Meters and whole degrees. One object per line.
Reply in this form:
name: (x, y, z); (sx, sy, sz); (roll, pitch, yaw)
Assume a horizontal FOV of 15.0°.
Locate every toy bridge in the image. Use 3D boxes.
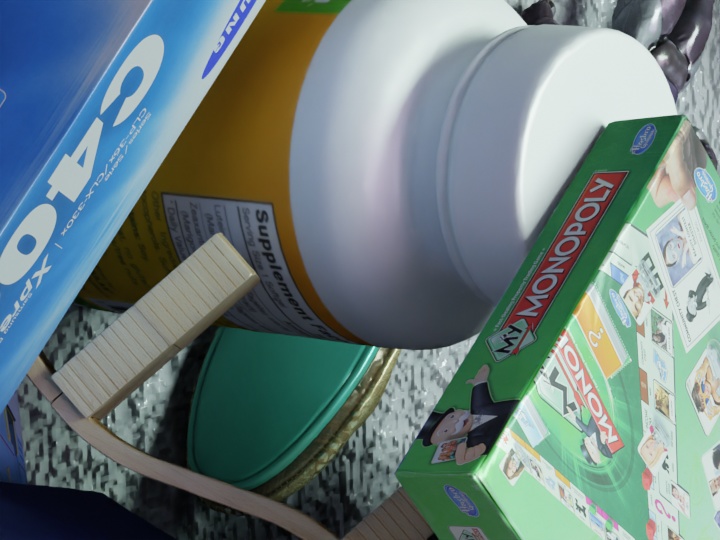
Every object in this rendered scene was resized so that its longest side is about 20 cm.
toy bridge: (-0.058, 0.018, 0.760); (0.067, 0.200, 0.027); (-41, 174, -2)

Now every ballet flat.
ballet flat: (0.000, 0.000, 0.948); (0.200, 0.070, 0.065); (-66, 152, -15)

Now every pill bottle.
pill bottle: (-0.009, -0.035, 0.821); (0.111, 0.200, 0.111); (-9, 102, -50)

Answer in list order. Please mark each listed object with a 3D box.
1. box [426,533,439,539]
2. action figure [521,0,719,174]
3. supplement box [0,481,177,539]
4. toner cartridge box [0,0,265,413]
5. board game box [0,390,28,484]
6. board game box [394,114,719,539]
box: (0.048, 0.127, 0.896); (0.200, 0.198, 0.123); (-27, 82, -47)
action figure: (0.114, -0.085, 1.078); (0.130, 0.069, 0.200); (40, 68, -54)
supplement box: (-0.102, 0.170, 0.760); (0.109, 0.109, 0.200); (13, 101, -57)
toner cartridge box: (-0.079, -0.041, 0.705); (0.200, 0.043, 0.095); (-58, 171, -3)
board game box: (-0.162, 0.043, 0.773); (0.151, 0.037, 0.200); (-21, 110, -48)
board game box: (0.096, 0.075, 0.761); (0.200, 0.029, 0.135); (57, 50, -30)
